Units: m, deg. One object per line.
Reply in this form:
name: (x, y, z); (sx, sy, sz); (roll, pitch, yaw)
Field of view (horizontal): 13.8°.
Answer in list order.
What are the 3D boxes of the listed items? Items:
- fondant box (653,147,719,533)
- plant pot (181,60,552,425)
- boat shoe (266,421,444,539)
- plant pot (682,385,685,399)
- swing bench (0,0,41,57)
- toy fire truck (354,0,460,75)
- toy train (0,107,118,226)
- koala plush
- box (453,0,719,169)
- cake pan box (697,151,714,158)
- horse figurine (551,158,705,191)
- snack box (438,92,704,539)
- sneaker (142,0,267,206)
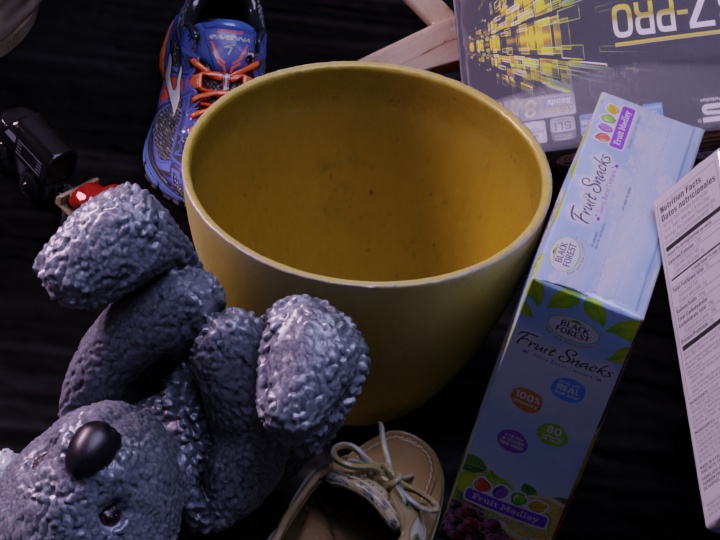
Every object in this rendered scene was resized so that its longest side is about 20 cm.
fondant box: (0.231, 0.051, 1.504); (0.144, 0.058, 0.201); (19, 49, -30)
plant pot: (0.000, 0.000, 1.641); (0.199, 0.142, 0.200); (2, 39, -2)
boat shoe: (-0.007, 0.141, 1.560); (0.073, 0.063, 0.200); (26, 42, 10)
plant pot: (0.270, 0.034, 1.691); (0.200, 0.200, 0.140); (26, 58, 9)
swing bench: (-0.246, -0.259, 1.796); (0.129, 0.199, 0.200); (-18, 54, -34)
toy fire truck: (0.022, -0.116, 1.796); (0.200, 0.049, 0.141); (32, 83, 15)
toy train: (-0.142, -0.027, 1.702); (0.034, 0.046, 0.200); (-26, 58, -38)
koala plush: (-0.116, 0.100, 1.521); (0.177, 0.184, 0.200); (30, 64, 12)
box: (0.155, -0.145, 1.738); (0.199, 0.049, 0.162); (-6, 77, 7)
cake pan box: (0.295, -0.087, 1.920); (0.184, 0.052, 0.200); (27, 43, 7)
horse figurine: (0.173, -0.063, 1.811); (0.199, 0.133, 0.050); (10, 48, 20)
snack box: (0.114, 0.033, 1.615); (0.067, 0.200, 0.169); (21, 41, 3)
sneaker: (-0.089, -0.110, 1.785); (0.075, 0.079, 0.200); (6, 43, -13)
